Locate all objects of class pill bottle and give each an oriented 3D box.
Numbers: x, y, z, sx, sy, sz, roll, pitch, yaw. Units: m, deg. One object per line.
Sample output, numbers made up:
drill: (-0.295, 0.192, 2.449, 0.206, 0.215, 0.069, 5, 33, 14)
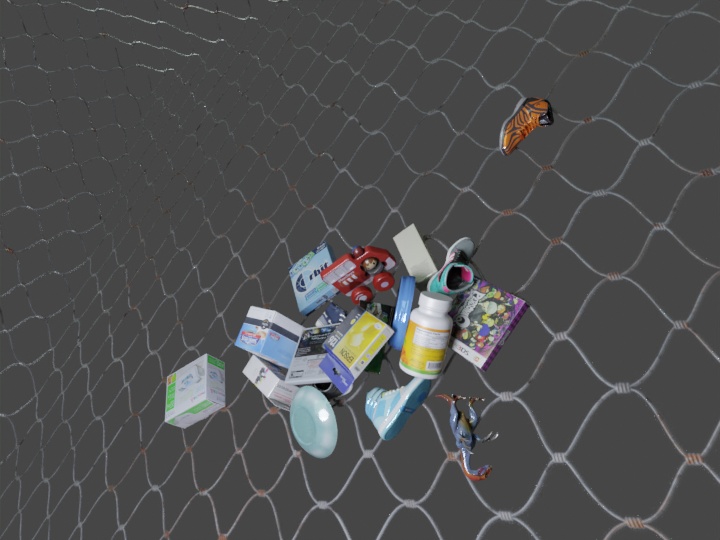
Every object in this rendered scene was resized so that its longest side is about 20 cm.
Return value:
pill bottle: (0.171, 0.160, 1.351, 0.111, 0.110, 0.202, 22, 106, 44)

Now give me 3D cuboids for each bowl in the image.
bowl: (0.109, 0.111, 1.433, 0.039, 0.201, 0.202, 11, 67, 3)

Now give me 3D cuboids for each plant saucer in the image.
plant saucer: (-0.143, 0.423, 1.476, 0.200, 0.039, 0.203, 6, 99, 45)

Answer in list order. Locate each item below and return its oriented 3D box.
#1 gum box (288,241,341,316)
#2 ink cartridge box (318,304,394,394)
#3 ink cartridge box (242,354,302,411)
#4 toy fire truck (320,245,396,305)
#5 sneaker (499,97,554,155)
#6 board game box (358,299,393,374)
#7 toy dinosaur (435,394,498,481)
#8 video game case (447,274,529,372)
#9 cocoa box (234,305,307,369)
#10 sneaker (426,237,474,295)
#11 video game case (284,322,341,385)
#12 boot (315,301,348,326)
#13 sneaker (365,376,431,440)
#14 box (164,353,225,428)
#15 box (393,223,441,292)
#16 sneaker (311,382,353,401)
gum box: (-0.148, 0.025, 1.786, 0.169, 0.044, 0.201, -36, 47, 17)
ink cartridge box: (-0.026, 0.198, 1.403, 0.200, 0.047, 0.197, -48, 26, -8)
ink cartridge box: (-0.257, 0.346, 1.628, 0.199, 0.115, 0.068, 30, 85, 44)
toy fire truck: (0.000, 0.000, 1.597, 0.199, 0.168, 0.113, -34, 48, 17)
sneaker: (0.481, -0.417, 1.534, 0.112, 0.077, 0.201, 18, 76, 44)
board game box: (0.026, 0.188, 1.530, 0.104, 0.024, 0.202, 12, 67, 6)
toy dinosaur: (0.254, 0.389, 1.253, 0.200, 0.104, 0.183, 147, 131, -71)
video game case: (0.302, 0.129, 1.372, 0.181, 0.036, 0.201, 33, 87, 45)
cocoa box: (-0.256, 0.214, 1.647, 0.133, 0.200, 0.132, 7, 69, 41)
sneaker: (0.263, -0.011, 1.415, 0.201, 0.083, 0.121, -55, 15, -16)
video game case: (-0.115, 0.237, 1.531, 0.199, 0.023, 0.183, -13, 46, 35)
boot: (-0.059, 0.170, 1.606, 0.200, 0.073, 0.091, 36, 94, 46)
sneaker: (0.086, 0.324, 1.396, 0.200, 0.079, 0.130, -51, 46, 0)
box: (-0.568, 0.418, 1.846, 0.199, 0.097, 0.177, -30, 47, 20)
box: (0.170, -0.035, 1.554, 0.082, 0.068, 0.201, -34, 48, 17)
sneaker: (-0.126, 0.349, 1.534, 0.199, 0.099, 0.071, -33, 50, 20)
